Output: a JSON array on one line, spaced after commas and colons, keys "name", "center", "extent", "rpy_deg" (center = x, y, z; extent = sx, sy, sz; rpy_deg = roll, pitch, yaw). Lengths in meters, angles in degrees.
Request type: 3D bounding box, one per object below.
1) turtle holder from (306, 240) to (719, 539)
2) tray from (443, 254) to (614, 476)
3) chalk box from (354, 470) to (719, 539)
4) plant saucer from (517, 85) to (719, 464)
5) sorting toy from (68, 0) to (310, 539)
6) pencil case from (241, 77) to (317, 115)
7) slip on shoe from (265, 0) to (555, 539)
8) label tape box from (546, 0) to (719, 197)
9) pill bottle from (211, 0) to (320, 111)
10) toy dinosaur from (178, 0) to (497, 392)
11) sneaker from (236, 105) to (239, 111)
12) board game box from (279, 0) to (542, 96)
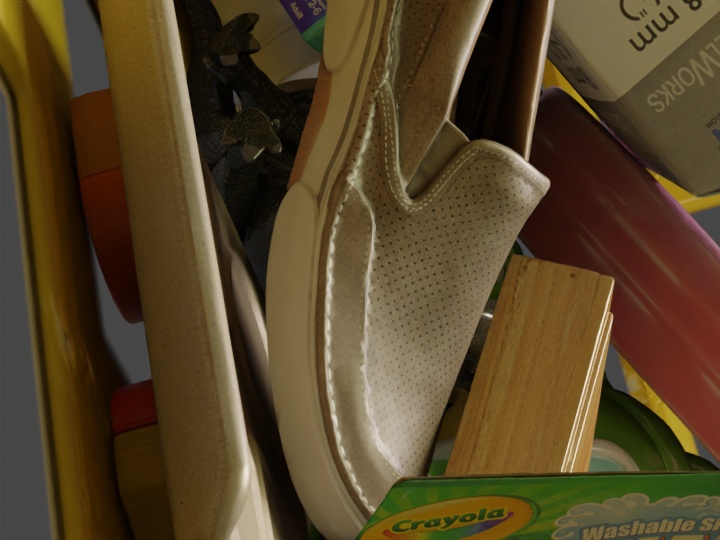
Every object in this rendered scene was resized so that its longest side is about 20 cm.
[{"name": "turtle holder", "center": [0.053, 0.090, 0.841], "extent": [0.141, 0.131, 0.187], "rpy_deg": [31, -79, 49]}, {"name": "tray", "center": [0.034, 0.105, 0.682], "extent": [0.099, 0.037, 0.201], "rpy_deg": [90, 16, -53]}, {"name": "chalk box", "center": [0.055, 0.122, 0.519], "extent": [0.200, 0.124, 0.125], "rpy_deg": [-50, 129, -55]}, {"name": "plant saucer", "center": [0.121, 0.021, 0.880], "extent": [0.201, 0.051, 0.201], "rpy_deg": [48, 5, -5]}, {"name": "sorting toy", "center": [-0.042, 0.040, 0.644], "extent": [0.201, 0.036, 0.186], "rpy_deg": [78, 0, -55]}, {"name": "pencil case", "center": [0.000, 0.000, 0.927], "extent": [0.078, 0.089, 0.200], "rpy_deg": [58, -3, 26]}, {"name": "slip on shoe", "center": [0.021, -0.022, 0.671], "extent": [0.076, 0.060, 0.202], "rpy_deg": [38, 56, -56]}, {"name": "label tape box", "center": [0.103, -0.074, 0.791], "extent": [0.200, 0.063, 0.144], "rpy_deg": [49, 4, -5]}, {"name": "pill bottle", "center": [-0.019, -0.134, 0.988], "extent": [0.113, 0.111, 0.201], "rpy_deg": [70, 7, -52]}, {"name": "toy dinosaur", "center": [-0.023, -0.018, 0.774], "extent": [0.199, 0.077, 0.103], "rpy_deg": [36, -31, 17]}, {"name": "sneaker", "center": [-0.023, -0.105, 1.071], "extent": [0.074, 0.079, 0.201], "rpy_deg": [72, 7, -56]}, {"name": "board game box", "center": [-0.024, -0.145, 0.832], "extent": [0.201, 0.045, 0.152], "rpy_deg": [58, 11, 21]}]
